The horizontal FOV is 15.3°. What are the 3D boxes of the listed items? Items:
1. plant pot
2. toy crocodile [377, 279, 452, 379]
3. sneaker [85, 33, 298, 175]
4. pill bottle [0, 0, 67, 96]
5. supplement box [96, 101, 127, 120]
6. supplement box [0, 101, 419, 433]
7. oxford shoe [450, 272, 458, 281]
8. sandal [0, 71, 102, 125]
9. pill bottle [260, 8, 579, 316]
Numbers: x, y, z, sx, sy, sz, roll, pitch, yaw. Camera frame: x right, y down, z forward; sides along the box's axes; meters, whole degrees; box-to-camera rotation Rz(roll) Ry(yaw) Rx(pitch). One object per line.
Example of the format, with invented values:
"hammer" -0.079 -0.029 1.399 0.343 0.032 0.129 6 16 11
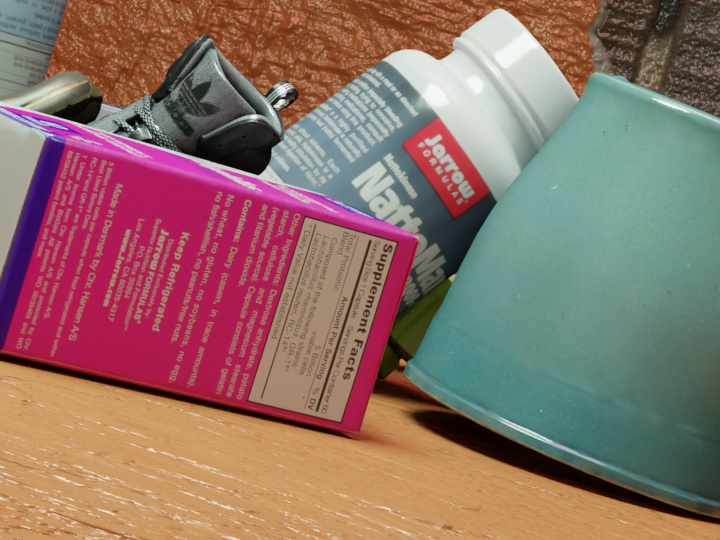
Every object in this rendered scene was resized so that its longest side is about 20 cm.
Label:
"plant pot" 0.149 0.005 1.405 0.199 0.189 0.200 22 4 -2
"toy crocodile" 0.000 0.000 1.557 0.200 0.067 0.062 46 -8 37
"sneaker" -0.112 -0.059 1.308 0.200 0.114 0.076 -13 63 -54
"pill bottle" -0.220 -0.104 1.407 0.108 0.201 0.109 17 4 -1
"supplement box" -0.125 -0.037 1.576 0.061 0.109 0.200 17 4 24
"supplement box" -0.089 -0.001 1.230 0.199 0.104 0.101 16 5 -32
"oxford shoe" 0.071 0.022 1.703 0.071 0.074 0.200 -22 -24 26
"sandal" -0.223 -0.065 1.317 0.199 0.055 0.082 -23 -12 -19
"pill bottle" 0.023 -0.050 1.477 0.120 0.200 0.120 52 -4 6
